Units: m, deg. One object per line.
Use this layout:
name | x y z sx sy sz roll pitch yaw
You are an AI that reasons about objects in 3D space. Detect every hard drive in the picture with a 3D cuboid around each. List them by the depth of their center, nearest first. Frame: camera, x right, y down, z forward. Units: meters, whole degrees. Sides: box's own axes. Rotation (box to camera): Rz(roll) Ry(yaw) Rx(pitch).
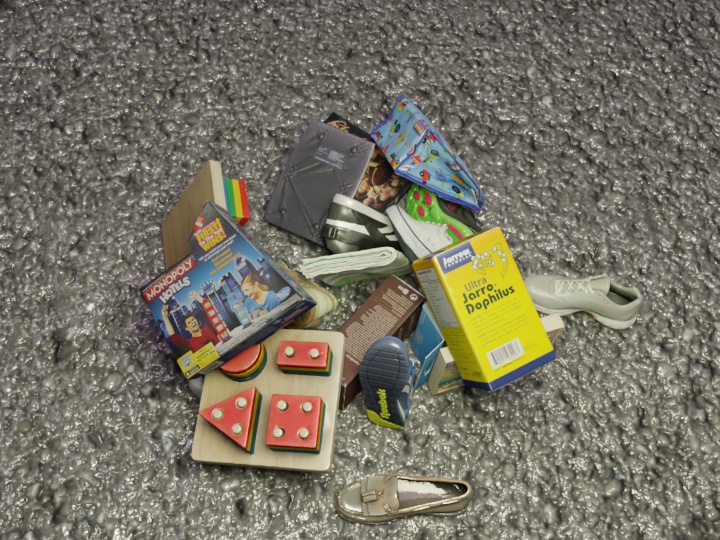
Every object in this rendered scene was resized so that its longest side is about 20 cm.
hard drive | -0.069 -0.148 1.512 0.135 0.042 0.201 23 80 13

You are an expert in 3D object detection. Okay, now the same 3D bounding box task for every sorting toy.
sorting toy | -0.133 0.171 1.242 0.198 0.070 0.201 3 67 9
sorting toy | -0.238 -0.035 1.391 0.069 0.199 0.201 7 58 -34

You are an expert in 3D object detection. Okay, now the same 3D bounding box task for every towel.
towel | 0.000 0.000 1.365 0.149 0.200 0.031 -8 81 11

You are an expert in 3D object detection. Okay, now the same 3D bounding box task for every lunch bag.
lunch bag | 0.134 -0.188 1.505 0.200 0.094 0.151 30 19 -32

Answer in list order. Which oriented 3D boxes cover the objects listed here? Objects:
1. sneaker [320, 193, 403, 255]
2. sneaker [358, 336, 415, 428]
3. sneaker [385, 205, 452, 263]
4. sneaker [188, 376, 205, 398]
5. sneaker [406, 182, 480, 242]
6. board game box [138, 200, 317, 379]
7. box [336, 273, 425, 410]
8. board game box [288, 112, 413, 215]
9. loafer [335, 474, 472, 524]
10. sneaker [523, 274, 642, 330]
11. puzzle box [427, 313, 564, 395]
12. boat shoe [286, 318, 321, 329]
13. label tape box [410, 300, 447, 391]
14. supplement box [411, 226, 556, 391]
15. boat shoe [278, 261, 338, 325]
sneaker | 0.021 -0.040 1.477 0.200 0.073 0.112 25 91 -21
sneaker | 0.044 0.152 1.300 0.074 0.200 0.082 15 51 12
sneaker | 0.105 -0.045 1.368 0.071 0.073 0.200 -29 44 -6
sneaker | -0.152 0.167 1.337 0.199 0.076 0.114 19 63 9
sneaker | 0.148 -0.088 1.523 0.084 0.077 0.200 8 40 -46
board game box | -0.197 0.016 1.226 0.200 0.062 0.200 -33 74 8
box | 0.011 0.111 1.372 0.075 0.100 0.200 34 62 15
board game box | -0.010 -0.184 1.575 0.200 0.035 0.136 33 63 13
loafer | 0.064 0.323 1.275 0.199 0.063 0.072 -1 60 -6
sneaker | 0.369 0.032 1.451 0.199 0.092 0.076 12 59 2
puzzle box | 0.207 0.131 1.358 0.199 0.133 0.025 -16 63 -13
boat shoe | -0.145 0.027 1.429 0.200 0.064 0.071 45 101 23
label tape box | 0.130 0.080 1.373 0.066 0.143 0.200 38 64 15
supplement box | 0.171 0.054 1.234 0.109 0.109 0.201 -25 92 -13
boat shoe | -0.119 0.031 1.345 0.063 0.074 0.200 -12 29 -42
